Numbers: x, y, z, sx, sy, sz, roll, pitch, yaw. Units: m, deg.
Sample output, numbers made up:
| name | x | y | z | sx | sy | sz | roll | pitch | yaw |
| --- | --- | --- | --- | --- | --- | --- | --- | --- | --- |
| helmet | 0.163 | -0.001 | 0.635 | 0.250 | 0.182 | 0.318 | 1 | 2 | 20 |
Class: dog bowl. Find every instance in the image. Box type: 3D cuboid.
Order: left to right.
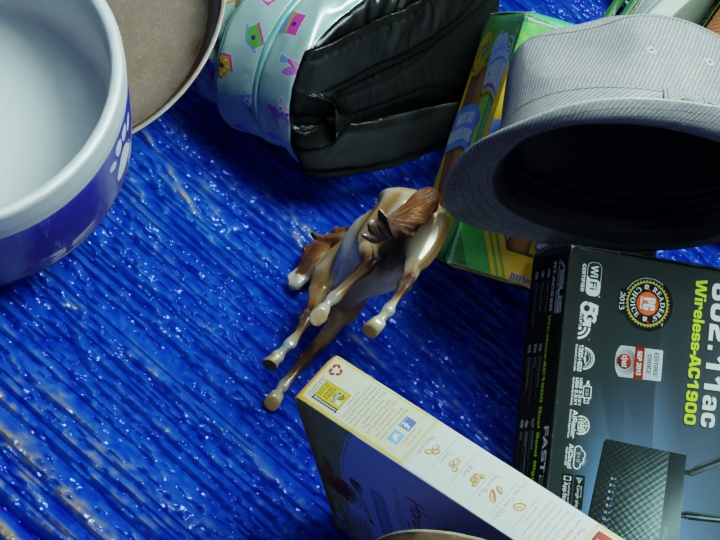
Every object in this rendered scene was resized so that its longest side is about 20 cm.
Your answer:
| name | x | y | z | sx | sy | sz | roll | pitch | yaw |
| --- | --- | --- | --- | --- | --- | --- | --- | --- | --- |
| dog bowl | -0.230 | -0.091 | 1.429 | 0.199 | 0.079 | 0.201 | 0 | 61 | 0 |

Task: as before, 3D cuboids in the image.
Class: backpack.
| name | x | y | z | sx | sy | sz | roll | pitch | yaw |
| --- | --- | --- | --- | --- | --- | --- | --- | --- | --- |
| backpack | -0.005 | -0.144 | 1.573 | 0.126 | 0.168 | 0.200 | 27 | 43 | 35 |

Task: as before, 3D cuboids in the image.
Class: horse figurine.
| name | x | y | z | sx | sy | sz | roll | pitch | yaw |
| --- | --- | --- | --- | --- | --- | --- | --- | --- | --- |
| horse figurine | 0.000 | 0.000 | 1.428 | 0.050 | 0.200 | 0.133 | 38 | 56 | -7 |

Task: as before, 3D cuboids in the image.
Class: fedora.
| name | x | y | z | sx | sy | sz | roll | pitch | yaw |
| --- | --- | --- | --- | --- | --- | --- | --- | --- | --- |
| fedora | 0.146 | -0.082 | 1.394 | 0.199 | 0.177 | 0.091 | 4 | 65 | -5 |

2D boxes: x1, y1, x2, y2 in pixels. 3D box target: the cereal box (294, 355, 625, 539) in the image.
| name | x | y | z | sx | sy | sz | roll | pitch | yaw |
| --- | --- | --- | --- | --- | --- | --- | --- | --- | --- |
| cereal box | 0.060 | 0.140 | 1.319 | 0.200 | 0.144 | 0.040 | 32 | 65 | 30 |

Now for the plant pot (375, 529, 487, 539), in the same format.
| name | x | y | z | sx | sy | sz | roll | pitch | yaw |
| --- | --- | --- | --- | --- | --- | --- | --- | --- | --- |
| plant pot | 0.042 | 0.264 | 1.238 | 0.186 | 0.187 | 0.200 | 28 | 61 | 2 |

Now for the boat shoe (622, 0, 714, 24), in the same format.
| name | x | y | z | sx | sy | sz | roll | pitch | yaw |
| --- | --- | --- | --- | --- | --- | --- | --- | --- | --- |
| boat shoe | 0.213 | -0.197 | 1.761 | 0.071 | 0.070 | 0.201 | 27 | 42 | 16 |

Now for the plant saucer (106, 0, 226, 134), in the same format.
| name | x | y | z | sx | sy | sz | roll | pitch | yaw |
| --- | --- | --- | --- | --- | --- | --- | --- | --- | --- |
| plant saucer | -0.173 | -0.154 | 1.525 | 0.199 | 0.035 | 0.201 | -5 | 67 | 12 |

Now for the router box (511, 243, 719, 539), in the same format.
| name | x | y | z | sx | sy | sz | roll | pitch | yaw |
| --- | --- | --- | --- | --- | --- | --- | --- | --- | --- |
| router box | 0.167 | 0.093 | 1.427 | 0.149 | 0.062 | 0.201 | 8 | 83 | -17 |

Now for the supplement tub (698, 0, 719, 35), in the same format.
| name | x | y | z | sx | sy | sz | roll | pitch | yaw |
| --- | --- | --- | --- | --- | --- | --- | --- | --- | --- |
| supplement tub | 0.270 | -0.122 | 1.676 | 0.122 | 0.123 | 0.200 | 32 | 48 | 6 |

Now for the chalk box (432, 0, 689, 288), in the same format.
| name | x | y | z | sx | sy | sz | roll | pitch | yaw |
| --- | --- | --- | --- | --- | --- | --- | --- | --- | --- |
| chalk box | 0.126 | -0.086 | 1.517 | 0.123 | 0.125 | 0.201 | 17 | 91 | -8 |
